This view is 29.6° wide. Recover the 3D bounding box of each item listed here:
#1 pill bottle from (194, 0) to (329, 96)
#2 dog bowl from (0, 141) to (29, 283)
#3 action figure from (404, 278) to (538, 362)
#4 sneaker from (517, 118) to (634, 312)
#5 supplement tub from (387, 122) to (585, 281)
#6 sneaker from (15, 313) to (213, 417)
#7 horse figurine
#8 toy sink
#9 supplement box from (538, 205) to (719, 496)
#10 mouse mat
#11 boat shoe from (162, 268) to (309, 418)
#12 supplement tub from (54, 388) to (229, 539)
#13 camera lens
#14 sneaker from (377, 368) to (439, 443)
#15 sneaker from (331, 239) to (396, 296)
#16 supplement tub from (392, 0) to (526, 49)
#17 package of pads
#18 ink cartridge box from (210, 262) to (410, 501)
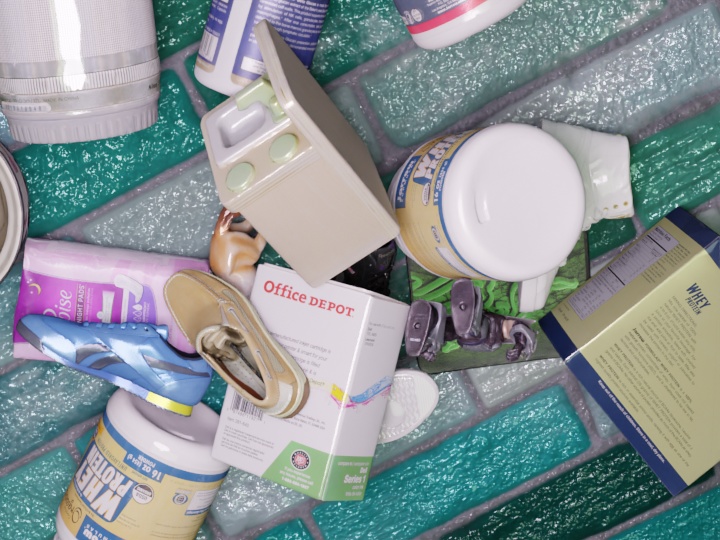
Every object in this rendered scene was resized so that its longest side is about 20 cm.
[{"bbox_3d":[-0.084,-0.267,1.318,0.110,0.111,0.202,16,105,-8],"label":"pill bottle"},{"bbox_3d":[-0.421,-0.063,1.367,0.197,0.074,0.203,1,102,5],"label":"dog bowl"},{"bbox_3d":[0.108,0.062,1.391,0.129,0.200,0.070,-9,76,20],"label":"action figure"},{"bbox_3d":[0.226,-0.048,1.414,0.114,0.074,0.203,8,101,-1],"label":"sneaker"},{"bbox_3d":[0.114,-0.063,1.327,0.143,0.200,0.147,0,90,-20],"label":"supplement tub"},{"bbox_3d":[-0.241,0.073,1.360,0.198,0.066,0.079,24,95,-12],"label":"sneaker"},{"bbox_3d":[-0.106,0.002,1.405,0.131,0.050,0.202,-23,111,-27],"label":"horse figurine"},{"bbox_3d":[-0.070,-0.103,1.254,0.111,0.131,0.200,-31,135,10],"label":"toy sink"},{"bbox_3d":[0.332,0.081,1.429,0.199,0.134,0.200,-40,106,7],"label":"supplement box"},{"bbox_3d":[0.152,0.026,1.472,0.197,0.008,0.163,-7,107,0],"label":"mouse mat"},{"bbox_3d":[-0.131,0.062,1.304,0.199,0.076,0.072,39,102,30],"label":"boat shoe"},{"bbox_3d":[-0.231,0.236,1.432,0.143,0.145,0.202,25,103,-10],"label":"supplement tub"},{"bbox_3d":[-0.274,-0.234,1.291,0.158,0.160,0.203,-5,107,-2],"label":"camera lens"},{"bbox_3d":[0.000,0.141,1.434,0.199,0.118,0.074,-27,98,20],"label":"sneaker"},{"bbox_3d":[0.000,0.000,1.400,0.075,0.087,0.202,-31,112,-36],"label":"sneaker"},{"bbox_3d":[0.071,-0.327,1.294,0.139,0.141,0.201,-29,106,5],"label":"supplement tub"},{"bbox_3d":[-0.257,0.037,1.417,0.197,0.076,0.122,7,102,-5],"label":"package of pads"},{"bbox_3d":[-0.049,0.108,1.342,0.144,0.084,0.203,14,90,33],"label":"ink cartridge box"}]
